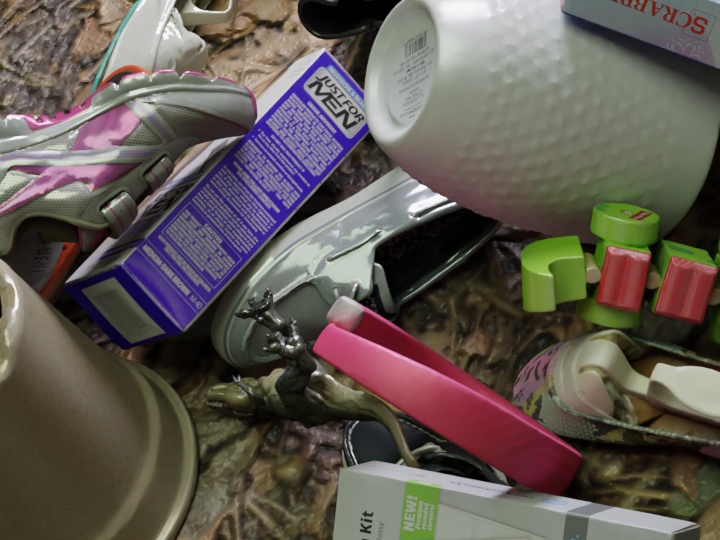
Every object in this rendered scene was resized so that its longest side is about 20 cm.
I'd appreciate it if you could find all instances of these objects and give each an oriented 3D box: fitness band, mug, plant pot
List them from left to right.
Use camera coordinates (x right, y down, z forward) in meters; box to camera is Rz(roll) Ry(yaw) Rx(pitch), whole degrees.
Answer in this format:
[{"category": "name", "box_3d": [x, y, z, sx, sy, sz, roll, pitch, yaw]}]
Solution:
[{"category": "plant pot", "box_3d": [-0.223, 0.089, 1.499, 0.200, 0.184, 0.201, -12, 52, 16]}, {"category": "fitness band", "box_3d": [0.051, 0.071, 1.369, 0.143, 0.200, 0.038, 32, 91, 22]}, {"category": "mug", "box_3d": [0.086, -0.099, 1.479, 0.200, 0.175, 0.148, 0, 80, 61]}]

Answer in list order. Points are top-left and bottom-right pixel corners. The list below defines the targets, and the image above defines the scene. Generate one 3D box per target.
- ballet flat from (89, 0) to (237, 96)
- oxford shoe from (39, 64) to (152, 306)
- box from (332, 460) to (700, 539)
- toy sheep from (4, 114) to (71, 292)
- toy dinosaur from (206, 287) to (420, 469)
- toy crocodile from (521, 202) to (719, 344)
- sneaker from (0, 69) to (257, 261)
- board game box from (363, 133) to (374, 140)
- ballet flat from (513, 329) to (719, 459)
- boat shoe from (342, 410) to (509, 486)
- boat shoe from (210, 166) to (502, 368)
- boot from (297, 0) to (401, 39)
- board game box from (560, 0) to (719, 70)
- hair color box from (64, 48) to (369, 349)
[{"category": "ballet flat", "box_3d": [-0.127, -0.175, 1.739, 0.069, 0.070, 0.201, 5, 57, 28]}, {"category": "oxford shoe", "box_3d": [-0.174, -0.035, 1.651, 0.071, 0.072, 0.200, 39, 97, 43]}, {"category": "box", "box_3d": [0.075, 0.195, 1.326, 0.199, 0.041, 0.157, 9, 96, 31]}, {"category": "toy sheep", "box_3d": [-0.253, -0.035, 1.581, 0.199, 0.138, 0.138, 4, 57, 38]}, {"category": "toy dinosaur", "box_3d": [-0.035, 0.063, 1.466, 0.047, 0.088, 0.200, -39, 25, -24]}, {"category": "toy crocodile", "box_3d": [0.186, 0.007, 1.410, 0.199, 0.068, 0.062, 8, 17, -7]}, {"category": "sneaker", "box_3d": [-0.154, -0.059, 1.497, 0.199, 0.081, 0.089, -17, 81, -4]}, {"category": "board game box", "box_3d": [0.100, -0.128, 1.622, 0.199, 0.023, 0.105, 3, 59, 26]}, {"category": "ballet flat", "box_3d": [0.169, 0.067, 1.409, 0.199, 0.071, 0.069, 12, 72, 31]}, {"category": "boat shoe", "box_3d": [0.052, 0.131, 1.423, 0.076, 0.060, 0.200, -45, 50, -12]}, {"category": "boat shoe", "box_3d": [0.001, 0.000, 1.537, 0.200, 0.070, 0.072, -35, 41, -8]}, {"category": "boot", "box_3d": [0.064, -0.202, 1.637, 0.199, 0.068, 0.131, -13, 27, 25]}, {"category": "board game box", "box_3d": [0.216, -0.174, 1.472, 0.199, 0.041, 0.200, 20, 29, -5]}, {"category": "hair color box", "box_3d": [-0.086, -0.045, 1.571, 0.200, 0.065, 0.109, -47, 13, -24]}]
